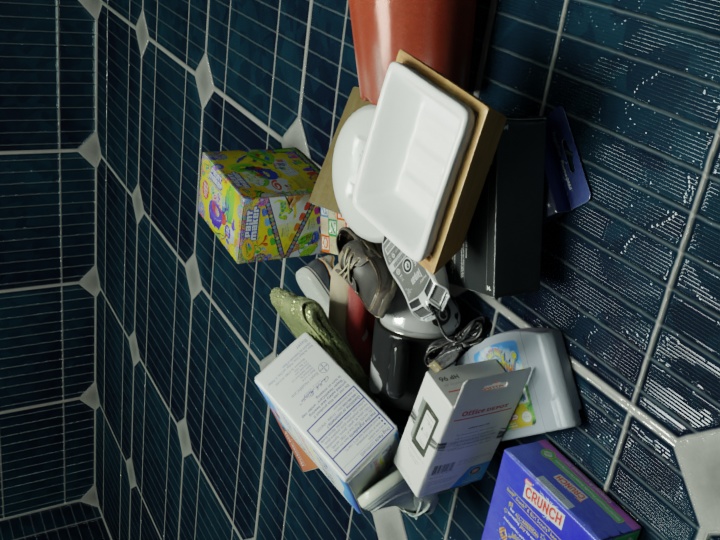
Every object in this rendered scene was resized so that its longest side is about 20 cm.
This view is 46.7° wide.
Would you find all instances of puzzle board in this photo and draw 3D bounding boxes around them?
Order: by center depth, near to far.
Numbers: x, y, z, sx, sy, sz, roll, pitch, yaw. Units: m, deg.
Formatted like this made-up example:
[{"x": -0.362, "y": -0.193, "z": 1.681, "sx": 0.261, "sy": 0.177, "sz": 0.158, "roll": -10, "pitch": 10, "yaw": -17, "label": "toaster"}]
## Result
[{"x": -0.007, "y": -0.187, "z": 1.310, "sx": 0.150, "sy": 0.017, "sz": 0.204, "roll": 24, "pitch": 93, "yaw": 57, "label": "puzzle board"}]

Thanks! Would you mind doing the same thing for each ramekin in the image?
[{"x": 0.047, "y": -0.133, "z": 1.133, "sx": 0.198, "sy": 0.096, "sz": 0.206, "roll": 11, "pitch": 104, "yaw": 49, "label": "ramekin"}]

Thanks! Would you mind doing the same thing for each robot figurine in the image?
[{"x": 0.077, "y": 0.115, "z": 1.163, "sx": 0.150, "sy": 0.122, "sz": 0.205, "roll": -132, "pitch": 44, "yaw": -65, "label": "robot figurine"}]

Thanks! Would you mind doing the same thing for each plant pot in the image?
[{"x": 0.068, "y": -0.323, "z": 1.074, "sx": 0.200, "sy": 0.197, "sz": 0.200, "roll": 32, "pitch": 131, "yaw": 53, "label": "plant pot"}]

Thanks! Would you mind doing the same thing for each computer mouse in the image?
[{"x": 0.088, "y": 0.019, "z": 1.024, "sx": 0.110, "sy": 0.043, "sz": 0.203, "roll": -50, "pitch": 53, "yaw": 43, "label": "computer mouse"}]

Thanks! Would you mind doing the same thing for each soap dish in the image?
[{"x": 0.076, "y": -0.125, "z": 0.954, "sx": 0.157, "sy": 0.080, "sz": 0.204, "roll": 43, "pitch": 129, "yaw": 39, "label": "soap dish"}]

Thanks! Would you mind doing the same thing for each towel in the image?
[{"x": -0.054, "y": 0.111, "z": 1.238, "sx": 0.202, "sy": 0.036, "sz": 0.148, "roll": 55, "pitch": 163, "yaw": -23, "label": "towel"}]

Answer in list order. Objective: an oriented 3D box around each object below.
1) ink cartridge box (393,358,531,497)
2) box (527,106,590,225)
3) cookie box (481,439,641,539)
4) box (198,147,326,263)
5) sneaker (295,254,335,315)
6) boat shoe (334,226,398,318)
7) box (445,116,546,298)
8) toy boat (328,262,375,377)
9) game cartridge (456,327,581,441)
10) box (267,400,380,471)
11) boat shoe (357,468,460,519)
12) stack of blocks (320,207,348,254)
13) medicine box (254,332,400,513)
[{"x": 0.127, "y": 0.185, "z": 1.061, "sx": 0.068, "sy": 0.114, "sz": 0.203, "roll": 51, "pitch": 136, "yaw": 41, "label": "ink cartridge box"}, {"x": 0.194, "y": -0.106, "z": 1.038, "sx": 0.199, "sy": 0.032, "sz": 0.124, "roll": -34, "pitch": 66, "yaw": 56, "label": "box"}, {"x": 0.232, "y": 0.343, "z": 1.018, "sx": 0.171, "sy": 0.074, "sz": 0.204, "roll": 42, "pitch": 131, "yaw": 49, "label": "cookie box"}, {"x": -0.166, "y": -0.123, "z": 1.494, "sx": 0.200, "sy": 0.189, "sz": 0.124, "roll": 46, "pitch": 133, "yaw": 46, "label": "box"}, {"x": -0.026, "y": 0.067, "z": 1.416, "sx": 0.078, "sy": 0.079, "sz": 0.203, "roll": -15, "pitch": 107, "yaw": 59, "label": "sneaker"}, {"x": 0.000, "y": 0.000, "z": 1.135, "sx": 0.201, "sy": 0.072, "sz": 0.076, "roll": -112, "pitch": 41, "yaw": -65, "label": "boat shoe"}, {"x": 0.150, "y": -0.083, "z": 1.010, "sx": 0.140, "sy": 0.077, "sz": 0.205, "roll": 22, "pitch": 114, "yaw": 61, "label": "box"}, {"x": 0.027, "y": 0.069, "z": 1.280, "sx": 0.202, "sy": 0.128, "sz": 0.133, "roll": 66, "pitch": -161, "yaw": -46, "label": "toy boat"}, {"x": 0.197, "y": 0.148, "z": 1.080, "sx": 0.199, "sy": 0.040, "sz": 0.137, "roll": -33, "pitch": 64, "yaw": 57, "label": "game cartridge"}, {"x": -0.054, "y": 0.240, "z": 1.422, "sx": 0.154, "sy": 0.105, "sz": 0.199, "roll": 60, "pitch": 146, "yaw": 4, "label": "box"}, {"x": 0.084, "y": 0.299, "z": 1.147, "sx": 0.070, "sy": 0.198, "sz": 0.073, "roll": -45, "pitch": 66, "yaw": 45, "label": "boat shoe"}, {"x": 0.007, "y": -0.080, "z": 1.336, "sx": 0.199, "sy": 0.057, "sz": 0.118, "roll": 13, "pitch": 107, "yaw": 58, "label": "stack of blocks"}, {"x": -0.038, "y": 0.220, "z": 1.188, "sx": 0.200, "sy": 0.102, "sz": 0.183, "roll": 44, "pitch": 165, "yaw": 25, "label": "medicine box"}]
